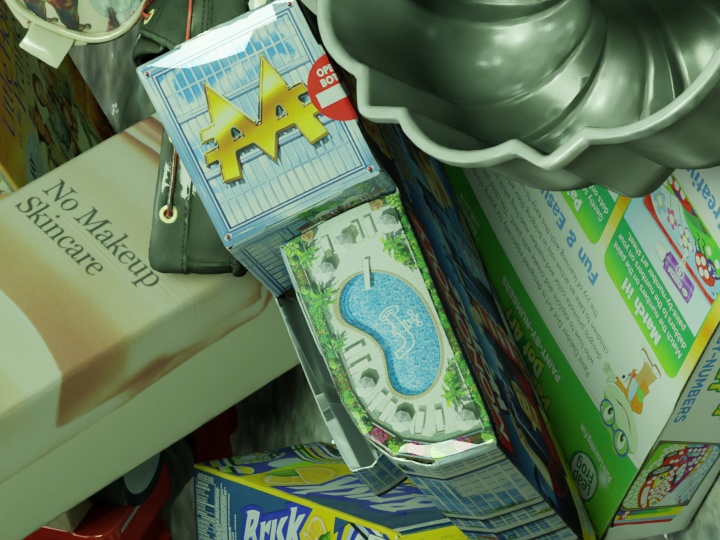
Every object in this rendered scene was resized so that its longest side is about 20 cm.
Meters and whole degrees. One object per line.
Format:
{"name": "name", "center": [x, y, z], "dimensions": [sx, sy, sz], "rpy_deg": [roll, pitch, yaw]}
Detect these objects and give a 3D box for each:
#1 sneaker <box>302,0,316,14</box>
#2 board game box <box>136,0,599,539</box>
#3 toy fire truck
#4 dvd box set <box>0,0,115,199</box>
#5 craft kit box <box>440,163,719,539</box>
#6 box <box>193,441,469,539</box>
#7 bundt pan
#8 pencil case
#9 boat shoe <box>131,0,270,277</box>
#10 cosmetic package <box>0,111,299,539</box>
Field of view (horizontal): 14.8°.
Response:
{"name": "sneaker", "center": [-0.021, -0.142, 0.986], "dimensions": [0.082, 0.075, 0.200], "rpy_deg": [28, 154, 20]}
{"name": "board game box", "center": [0.000, 0.000, 0.952], "dimensions": [0.200, 0.062, 0.200], "rpy_deg": [68, -170, 27]}
{"name": "toy fire truck", "center": [-0.117, 0.095, 1.308], "dimensions": [0.129, 0.176, 0.200], "rpy_deg": [9, 133, 23]}
{"name": "dvd box set", "center": [-0.161, -0.063, 1.352], "dimensions": [0.200, 0.029, 0.146], "rpy_deg": [63, -164, -55]}
{"name": "craft kit box", "center": [0.092, -0.040, 0.994], "dimensions": [0.200, 0.048, 0.198], "rpy_deg": [63, 145, 34]}
{"name": "box", "center": [0.000, 0.121, 1.181], "dimensions": [0.200, 0.070, 0.064], "rpy_deg": [11, 107, 62]}
{"name": "bundt pan", "center": [0.087, -0.110, 0.875], "dimensions": [0.202, 0.076, 0.202], "rpy_deg": [-18, 58, 31]}
{"name": "pencil case", "center": [-0.135, -0.163, 1.305], "dimensions": [0.089, 0.078, 0.200], "rpy_deg": [-50, 16, 11]}
{"name": "boat shoe", "center": [-0.063, -0.096, 1.124], "dimensions": [0.074, 0.063, 0.202], "rpy_deg": [86, -179, -75]}
{"name": "cosmetic package", "center": [-0.115, 0.021, 1.161], "dimensions": [0.103, 0.200, 0.087], "rpy_deg": [39, 147, 30]}
